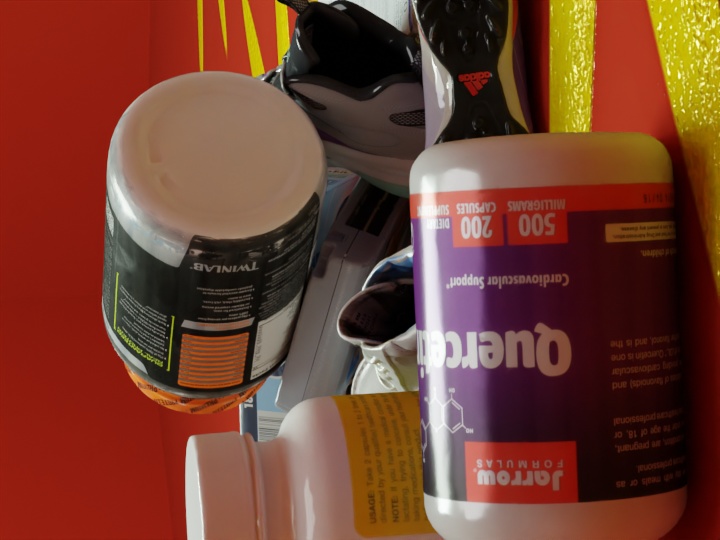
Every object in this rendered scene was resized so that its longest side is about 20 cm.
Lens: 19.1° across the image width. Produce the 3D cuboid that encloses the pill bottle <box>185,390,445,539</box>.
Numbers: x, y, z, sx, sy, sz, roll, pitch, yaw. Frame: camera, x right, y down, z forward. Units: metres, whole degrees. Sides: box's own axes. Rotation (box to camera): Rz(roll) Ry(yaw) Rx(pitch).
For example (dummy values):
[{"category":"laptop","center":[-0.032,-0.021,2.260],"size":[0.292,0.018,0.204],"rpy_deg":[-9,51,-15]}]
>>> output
[{"category":"pill bottle","center":[0.020,0.112,1.002],"size":[0.111,0.198,0.113],"rpy_deg":[178,90,-80]}]

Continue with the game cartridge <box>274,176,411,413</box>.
[{"category":"game cartridge","center":[0.000,0.000,1.307],"size":[0.200,0.040,0.134],"rpy_deg":[-62,-6,-56]}]

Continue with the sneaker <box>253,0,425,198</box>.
[{"category":"sneaker","center":[-0.033,-0.115,1.227],"size":[0.140,0.198,0.078],"rpy_deg":[58,-134,-46]}]

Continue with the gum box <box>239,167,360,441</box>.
[{"category":"gum box","center":[-0.024,0.022,1.425],"size":[0.200,0.044,0.172],"rpy_deg":[-33,-56,-67]}]

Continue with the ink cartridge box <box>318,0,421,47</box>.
[{"category":"ink cartridge box","center":[0.018,-0.201,1.314],"size":[0.200,0.040,0.202],"rpy_deg":[141,132,-69]}]

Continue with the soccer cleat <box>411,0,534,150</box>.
[{"category":"soccer cleat","center":[0.064,-0.085,1.135],"size":[0.073,0.068,0.202],"rpy_deg":[-22,-74,-75]}]

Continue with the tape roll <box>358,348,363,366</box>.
[{"category":"tape roll","center":[0.048,0.115,1.224],"size":[0.202,0.070,0.205],"rpy_deg":[177,90,-81]}]

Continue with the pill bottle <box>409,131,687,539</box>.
[{"category":"pill bottle","center":[0.079,0.045,0.895],"size":[0.112,0.111,0.202],"rpy_deg":[179,88,-80]}]

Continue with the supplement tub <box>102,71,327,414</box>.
[{"category":"supplement tub","center":[-0.087,-0.009,1.227],"size":[0.201,0.121,0.123],"rpy_deg":[103,161,-55]}]

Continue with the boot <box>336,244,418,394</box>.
[{"category":"boot","center":[0.026,0.029,1.057],"size":[0.200,0.095,0.074],"rpy_deg":[-39,50,49]}]
